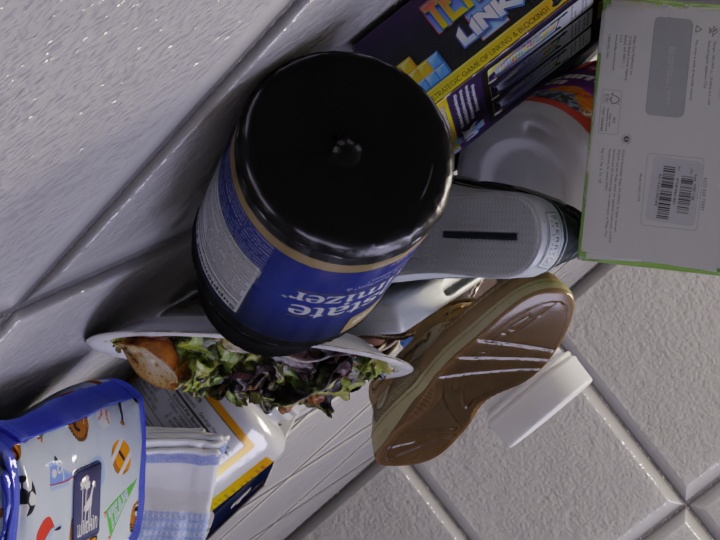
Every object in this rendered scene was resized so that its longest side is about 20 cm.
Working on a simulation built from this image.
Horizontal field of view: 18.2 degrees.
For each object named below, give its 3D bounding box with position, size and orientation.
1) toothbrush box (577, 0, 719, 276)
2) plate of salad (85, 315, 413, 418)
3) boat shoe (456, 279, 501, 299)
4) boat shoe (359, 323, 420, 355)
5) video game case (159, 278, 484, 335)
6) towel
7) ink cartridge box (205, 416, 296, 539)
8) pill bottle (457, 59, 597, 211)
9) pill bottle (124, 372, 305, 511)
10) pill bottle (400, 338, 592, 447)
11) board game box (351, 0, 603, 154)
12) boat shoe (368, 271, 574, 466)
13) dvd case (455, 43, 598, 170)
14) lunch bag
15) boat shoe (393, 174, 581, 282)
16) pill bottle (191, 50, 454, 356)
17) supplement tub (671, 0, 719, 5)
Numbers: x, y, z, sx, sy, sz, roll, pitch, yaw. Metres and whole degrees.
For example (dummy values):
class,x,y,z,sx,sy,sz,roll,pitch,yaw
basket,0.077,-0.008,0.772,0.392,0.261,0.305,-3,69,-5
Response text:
class,x,y,z,sx,sy,sz,roll,pitch,yaw
toothbrush box,0.183,-0.075,1.299,0.200,0.085,0.147,-4,100,-79
plate of salad,-0.067,0.061,1.355,0.198,0.048,0.200,4,170,1
boat shoe,0.088,-0.014,1.568,0.072,0.059,0.200,-56,-176,34
boat shoe,0.005,0.028,1.523,0.075,0.072,0.200,-20,-167,-17
video game case,0.000,0.000,1.438,0.199,0.023,0.182,-4,-162,40
towel,-0.173,0.192,1.497,0.146,0.024,0.201,4,114,-22
ink cartridge box,-0.079,0.112,1.766,0.099,0.039,0.201,-45,-166,42
pill bottle,0.160,-0.084,1.551,0.111,0.112,0.200,-44,171,36
pill bottle,-0.129,0.118,1.555,0.200,0.109,0.109,-38,173,0
pill bottle,0.080,0.031,1.690,0.112,0.200,0.112,-37,172,-6
board game box,0.082,-0.138,1.256,0.165,0.057,0.200,-37,173,0
boat shoe,0.059,0.049,1.394,0.071,0.065,0.200,6,144,-33
dvd case,0.095,-0.118,1.556,0.150,0.025,0.200,-44,172,28
lunch bag,-0.220,0.161,1.353,0.201,0.124,0.170,-56,167,20
boat shoe,0.046,-0.022,1.329,0.071,0.199,0.073,6,94,-52
pill bottle,-0.028,-0.026,1.177,0.112,0.112,0.200,-35,171,-23
supplement tub,0.267,-0.194,1.479,0.140,0.141,0.200,-42,172,27
